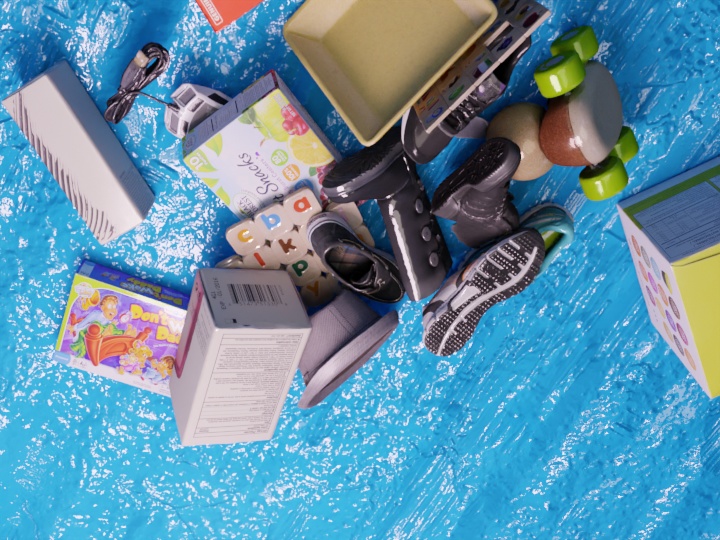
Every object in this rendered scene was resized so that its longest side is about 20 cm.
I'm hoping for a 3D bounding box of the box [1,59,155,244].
[{"bbox_3d":[-0.332,-0.140,1.003,0.067,0.083,0.202,-26,112,10],"label":"box"}]

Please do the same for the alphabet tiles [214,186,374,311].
[{"bbox_3d":[-0.082,-0.017,1.061,0.197,0.015,0.197,-27,138,3],"label":"alphabet tiles"}]

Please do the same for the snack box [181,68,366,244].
[{"bbox_3d":[-0.101,-0.120,1.010,0.141,0.054,0.200,-33,131,12],"label":"snack box"}]

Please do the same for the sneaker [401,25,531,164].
[{"bbox_3d":[0.121,-0.211,0.968,0.075,0.088,0.202,30,97,-30],"label":"sneaker"}]

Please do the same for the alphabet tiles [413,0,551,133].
[{"bbox_3d":[0.117,-0.242,0.917,0.008,0.201,0.167,40,108,-22],"label":"alphabet tiles"}]

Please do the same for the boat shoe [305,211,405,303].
[{"bbox_3d":[0.000,0.000,1.062,0.068,0.057,0.199,-37,136,15],"label":"boat shoe"}]

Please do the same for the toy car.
[{"bbox_3d":[0.211,-0.168,1.018,0.197,0.158,0.166,-15,114,36],"label":"toy car"}]

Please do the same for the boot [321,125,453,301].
[{"bbox_3d":[0.040,-0.052,1.033,0.065,0.164,0.204,8,125,41],"label":"boot"}]

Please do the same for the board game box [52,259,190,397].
[{"bbox_3d":[-0.298,0.084,1.125,0.196,0.045,0.137,19,112,-11],"label":"board game box"}]

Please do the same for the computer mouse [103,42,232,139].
[{"bbox_3d":[-0.196,-0.186,1.000,0.197,0.044,0.110,24,116,-27],"label":"computer mouse"}]

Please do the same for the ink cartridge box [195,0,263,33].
[{"bbox_3d":[-0.146,-0.392,0.922,0.171,0.044,0.202,-30,113,8],"label":"ink cartridge box"}]

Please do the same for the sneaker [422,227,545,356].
[{"bbox_3d":[0.146,0.014,1.053,0.073,0.080,0.200,40,106,-24],"label":"sneaker"}]

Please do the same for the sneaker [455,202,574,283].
[{"bbox_3d":[0.196,-0.009,1.094,0.077,0.080,0.200,40,107,-19],"label":"sneaker"}]

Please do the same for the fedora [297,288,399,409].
[{"bbox_3d":[-0.036,0.091,1.095,0.176,0.200,0.091,-39,81,-15],"label":"fedora"}]

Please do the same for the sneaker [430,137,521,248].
[{"bbox_3d":[0.158,-0.087,1.008,0.102,0.061,0.199,23,153,-19],"label":"sneaker"}]

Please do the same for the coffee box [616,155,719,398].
[{"bbox_3d":[0.466,-0.006,1.047,0.196,0.199,0.203,-24,114,8],"label":"coffee box"}]

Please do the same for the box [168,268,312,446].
[{"bbox_3d":[-0.156,0.109,1.052,0.125,0.110,0.203,2,129,-28],"label":"box"}]

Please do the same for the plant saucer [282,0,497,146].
[{"bbox_3d":[0.034,-0.270,0.938,0.200,0.202,0.048,-43,155,16],"label":"plant saucer"}]
